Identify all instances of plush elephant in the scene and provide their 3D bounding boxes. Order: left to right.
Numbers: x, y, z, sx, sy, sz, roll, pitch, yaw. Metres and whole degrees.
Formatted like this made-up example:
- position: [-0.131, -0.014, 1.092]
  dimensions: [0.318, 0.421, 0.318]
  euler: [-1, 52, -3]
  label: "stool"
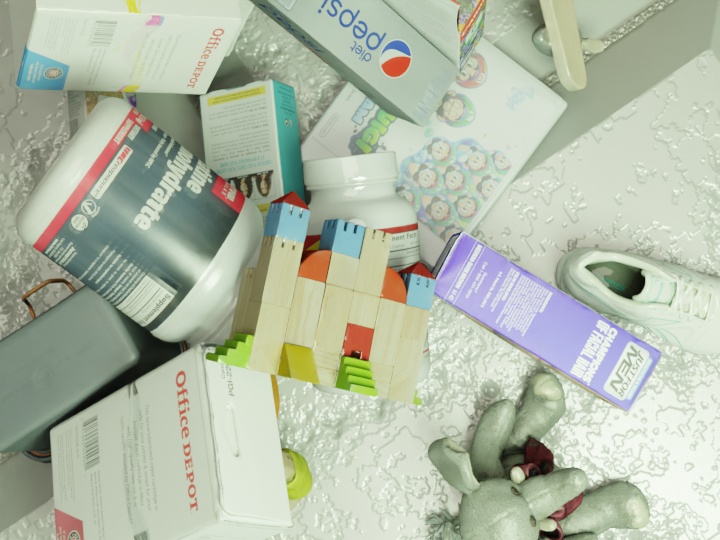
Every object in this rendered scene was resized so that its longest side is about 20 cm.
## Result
- position: [0.138, 0.198, 0.959]
  dimensions: [0.198, 0.155, 0.167]
  euler: [-30, 84, 2]
  label: "plush elephant"

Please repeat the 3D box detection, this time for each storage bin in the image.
- position: [-0.267, 0.077, 1.016]
  dimensions: [0.198, 0.134, 0.147]
  euler: [-32, 84, 2]
  label: "storage bin"

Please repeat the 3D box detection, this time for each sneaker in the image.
- position: [0.273, 0.028, 0.998]
  dimensions: [0.197, 0.080, 0.072]
  euler: [15, 86, 5]
  label: "sneaker"

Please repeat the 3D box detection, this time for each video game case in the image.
- position: [0.065, -0.131, 1.054]
  dimensions: [0.181, 0.024, 0.201]
  euler: [38, 90, 6]
  label: "video game case"

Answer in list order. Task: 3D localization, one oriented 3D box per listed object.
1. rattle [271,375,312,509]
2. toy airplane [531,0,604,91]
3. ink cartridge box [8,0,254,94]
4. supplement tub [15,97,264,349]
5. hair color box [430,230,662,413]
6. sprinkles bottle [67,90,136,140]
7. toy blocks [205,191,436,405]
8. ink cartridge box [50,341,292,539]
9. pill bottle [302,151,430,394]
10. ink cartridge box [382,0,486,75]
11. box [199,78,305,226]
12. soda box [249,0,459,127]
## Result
- position: [-0.148, 0.191, 1.032]
  dimensions: [0.199, 0.129, 0.144]
  euler: [-40, 71, 28]
  label: "rattle"
- position: [0.166, -0.291, 0.998]
  dimensions: [0.198, 0.140, 0.202]
  euler: [34, 74, -25]
  label: "toy airplane"
- position: [-0.197, -0.241, 0.976]
  dimensions: [0.197, 0.128, 0.128]
  euler: [-3, 70, -26]
  label: "ink cartridge box"
- position: [-0.169, -0.032, 0.930]
  dimensions: [0.199, 0.140, 0.141]
  euler: [37, 90, -15]
  label: "supplement tub"
- position: [0.155, 0.043, 0.982]
  dimensions: [0.198, 0.109, 0.066]
  euler: [30, 90, 0]
  label: "hair color box"
- position: [-0.245, -0.162, 1.062]
  dimensions: [0.067, 0.068, 0.204]
  euler: [-5, 86, 5]
  label: "sprinkles bottle"
- position: [-0.018, 0.022, 0.888]
  dimensions: [0.197, 0.099, 0.139]
  euler: [15, 84, -28]
  label: "toy blocks"
- position: [-0.159, 0.167, 0.916]
  dimensions: [0.198, 0.084, 0.148]
  euler: [-30, 59, 32]
  label: "ink cartridge box"
- position: [0.000, 0.000, 0.994]
  dimensions: [0.110, 0.112, 0.204]
  euler: [-5, 94, 5]
  label: "pill bottle"
- position: [0.052, -0.237, 0.949]
  dimensions: [0.108, 0.200, 0.051]
  euler: [33, 88, 6]
  label: "ink cartridge box"
- position: [-0.096, -0.068, 1.041]
  dimensions: [0.081, 0.049, 0.204]
  euler: [-7, 86, 24]
  label: "box"
- position: [-0.009, -0.207, 0.965]
  dimensions: [0.199, 0.068, 0.064]
  euler: [34, 90, -35]
  label: "soda box"
